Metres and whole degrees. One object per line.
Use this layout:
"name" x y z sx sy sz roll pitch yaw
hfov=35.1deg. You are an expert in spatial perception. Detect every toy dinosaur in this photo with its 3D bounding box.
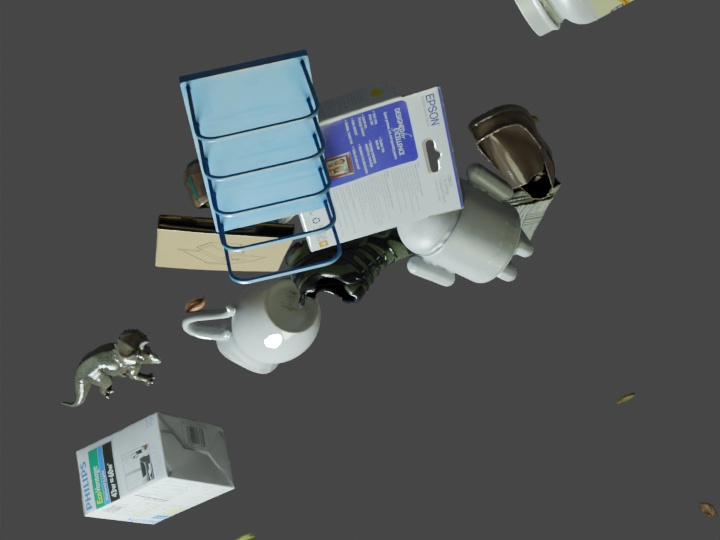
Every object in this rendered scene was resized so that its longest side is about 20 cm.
"toy dinosaur" -0.373 0.140 1.702 0.198 0.078 0.102 -19 143 18

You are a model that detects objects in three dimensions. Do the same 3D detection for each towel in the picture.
"towel" 0.177 -0.059 1.635 0.190 0.035 0.201 -9 153 -13

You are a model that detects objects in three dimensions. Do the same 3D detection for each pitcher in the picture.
"pitcher" -0.157 0.074 1.640 0.170 0.123 0.200 14 156 -21

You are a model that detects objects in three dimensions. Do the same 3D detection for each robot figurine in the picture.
"robot figurine" 0.129 -0.058 1.487 0.198 0.113 0.171 24 107 -23

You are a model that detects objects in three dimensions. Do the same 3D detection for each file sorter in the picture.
"file sorter" -0.101 -0.104 1.213 0.137 0.123 0.202 -12 131 -5

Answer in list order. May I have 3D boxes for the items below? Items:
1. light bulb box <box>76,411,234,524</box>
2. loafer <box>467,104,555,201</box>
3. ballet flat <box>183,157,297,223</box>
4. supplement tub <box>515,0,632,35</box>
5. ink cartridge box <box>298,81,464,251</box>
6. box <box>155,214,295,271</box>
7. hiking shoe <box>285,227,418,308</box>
"light bulb box" -0.370 0.361 2.059 0.199 0.126 0.198 -26 153 22
"loafer" 0.202 -0.145 1.433 0.073 0.072 0.199 -28 152 24
"ballet flat" -0.128 -0.082 1.380 0.198 0.068 0.068 8 145 -40
"supplement tub" 0.224 -0.314 1.027 0.198 0.146 0.145 -25 153 21
"ink cartridge box" 0.010 -0.125 1.345 0.198 0.047 0.199 -18 137 -1
"box" -0.171 -0.030 1.415 0.161 0.022 0.200 4 167 -10
"hiking shoe" 0.000 0.000 1.575 0.197 0.102 0.076 -12 156 -6
